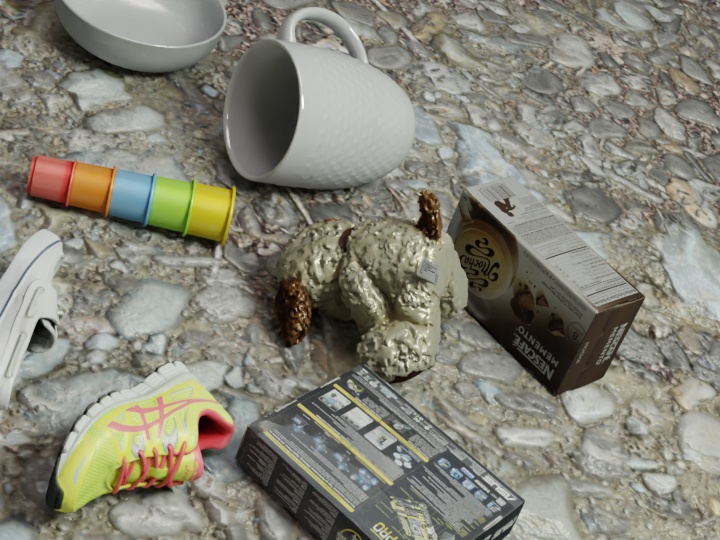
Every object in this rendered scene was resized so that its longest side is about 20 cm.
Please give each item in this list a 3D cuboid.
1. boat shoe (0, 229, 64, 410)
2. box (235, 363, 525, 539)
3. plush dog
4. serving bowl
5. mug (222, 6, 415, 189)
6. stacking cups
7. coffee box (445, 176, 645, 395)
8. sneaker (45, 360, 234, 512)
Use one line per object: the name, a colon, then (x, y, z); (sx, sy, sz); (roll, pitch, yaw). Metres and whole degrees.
boat shoe: (-0.288, 0.045, 1.349); (0.065, 0.074, 0.201); (25, 45, -4)
box: (0.018, 0.178, 1.348); (0.200, 0.049, 0.161); (39, 36, 22)
plush dog: (0.000, 0.000, 1.513); (0.170, 0.162, 0.200); (2, 29, 18)
serving bowl: (-0.254, -0.283, 1.795); (0.199, 0.066, 0.201); (15, 35, -10)
mug: (-0.037, -0.184, 1.686); (0.174, 0.147, 0.202); (5, 72, -38)
stacking cups: (-0.223, -0.077, 1.544); (0.198, 0.061, 0.061); (15, 35, -11)
coffee box: (0.175, 0.014, 1.595); (0.079, 0.114, 0.200); (-15, 50, -41)
sneaker: (-0.170, 0.142, 1.269); (0.090, 0.078, 0.200); (35, 36, 14)
